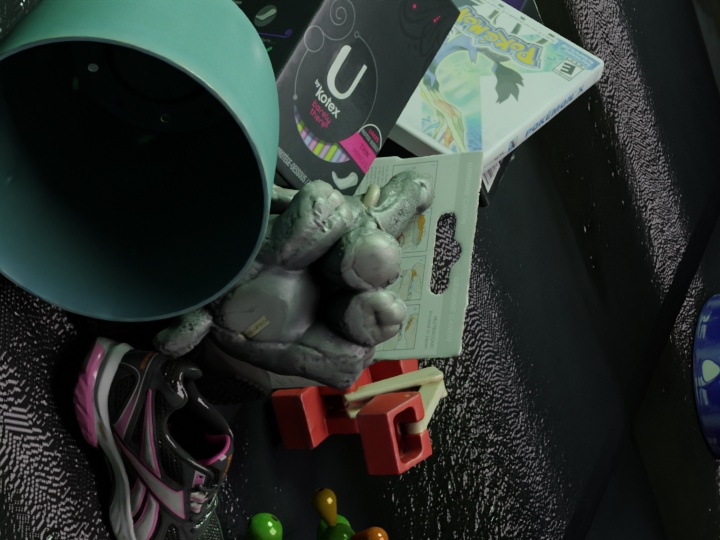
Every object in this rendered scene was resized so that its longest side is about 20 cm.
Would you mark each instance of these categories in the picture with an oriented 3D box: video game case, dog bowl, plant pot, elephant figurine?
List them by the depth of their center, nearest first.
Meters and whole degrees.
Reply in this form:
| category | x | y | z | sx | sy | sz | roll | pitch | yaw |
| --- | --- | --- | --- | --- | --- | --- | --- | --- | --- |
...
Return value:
| category | x | y | z | sx | sy | sz | roll | pitch | yaw |
| --- | --- | --- | --- | --- | --- | --- | --- | --- | --- |
| plant pot | -0.139 | -0.097 | 1.323 | 0.161 | 0.200 | 0.201 | -75 | 148 | -53 |
| elephant figurine | -0.037 | -0.008 | 1.423 | 0.142 | 0.155 | 0.200 | -60 | -167 | 15 |
| video game case | 0.059 | -0.163 | 1.656 | 0.182 | 0.200 | 0.022 | -39 | 153 | -37 |
| dog bowl | 0.457 | 0.123 | 2.488 | 0.200 | 0.079 | 0.201 | 13 | 76 | -60 |

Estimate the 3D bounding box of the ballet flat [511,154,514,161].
| category | x | y | z | sx | sy | sz | roll | pitch | yaw |
| --- | --- | --- | --- | --- | --- | --- | --- | --- | --- |
| ballet flat | 0.092 | -0.176 | 1.875 | 0.068 | 0.068 | 0.201 | -63 | 140 | -61 |

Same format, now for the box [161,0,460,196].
| category | x | y | z | sx | sy | sz | roll | pitch | yaw |
| --- | --- | --- | --- | --- | --- | --- | --- | --- | --- |
| box | -0.037 | -0.149 | 1.530 | 0.122 | 0.106 | 0.200 | 46 | 66 | -42 |

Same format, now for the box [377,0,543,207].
| category | x | y | z | sx | sy | sz | roll | pitch | yaw |
| --- | --- | --- | --- | --- | --- | --- | --- | --- | --- |
| box | 0.059 | -0.136 | 1.736 | 0.079 | 0.141 | 0.200 | 64 | 35 | -32 |

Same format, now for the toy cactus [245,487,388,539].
| category | x | y | z | sx | sy | sz | roll | pitch | yaw |
| --- | --- | --- | --- | --- | --- | --- | --- | --- | --- |
| toy cactus | -0.031 | 0.261 | 1.581 | 0.165 | 0.102 | 0.200 | -68 | 151 | -24 |

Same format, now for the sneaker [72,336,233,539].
| category | x | y | z | sx | sy | sz | roll | pitch | yaw |
| --- | --- | --- | --- | --- | --- | --- | --- | --- | --- |
| sneaker | -0.121 | 0.133 | 1.415 | 0.080 | 0.086 | 0.200 | -65 | 147 | -40 |

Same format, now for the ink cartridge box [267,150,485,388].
| category | x | y | z | sx | sy | sz | roll | pitch | yaw |
| --- | --- | --- | --- | --- | --- | --- | --- | --- | --- |
| ink cartridge box | 0.000 | 0.000 | 1.546 | 0.050 | 0.199 | 0.162 | 40 | 53 | -55 |

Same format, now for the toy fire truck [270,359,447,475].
| category | x | y | z | sx | sy | sz | roll | pitch | yaw |
| --- | --- | --- | --- | --- | --- | --- | --- | --- | --- |
| toy fire truck | 0.012 | 0.094 | 1.616 | 0.200 | 0.141 | 0.049 | -37 | 118 | -57 |

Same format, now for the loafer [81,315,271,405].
| category | x | y | z | sx | sy | sz | roll | pitch | yaw |
| --- | --- | --- | --- | --- | --- | --- | --- | --- | --- |
| loafer | -0.127 | 0.031 | 1.458 | 0.200 | 0.073 | 0.072 | 44 | 39 | -57 |
